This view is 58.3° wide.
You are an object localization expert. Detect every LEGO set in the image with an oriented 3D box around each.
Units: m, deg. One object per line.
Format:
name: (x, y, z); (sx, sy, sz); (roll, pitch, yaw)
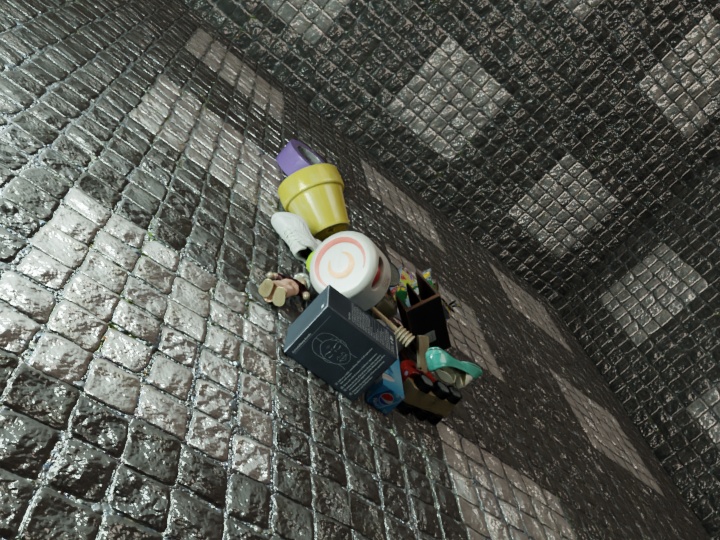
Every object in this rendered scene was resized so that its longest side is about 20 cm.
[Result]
LEGO set: (0.200, 0.091, 2.018); (0.200, 0.154, 0.116); (51, 18, -12)

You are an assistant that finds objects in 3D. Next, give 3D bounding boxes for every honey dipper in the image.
honey dipper: (0.053, 0.120, 1.662); (0.200, 0.038, 0.038); (40, 17, 10)

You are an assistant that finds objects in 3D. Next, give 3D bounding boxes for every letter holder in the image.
letter holder: (0.158, 0.120, 1.762); (0.142, 0.100, 0.200); (55, -14, 49)

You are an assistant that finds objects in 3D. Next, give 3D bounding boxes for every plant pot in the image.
plant pot: (-0.126, -0.192, 1.959); (0.201, 0.201, 0.189); (7, 55, -61)

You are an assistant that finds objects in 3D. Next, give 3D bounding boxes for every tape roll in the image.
tape roll: (-0.204, -0.380, 2.356); (0.200, 0.085, 0.200); (38, 18, -15)

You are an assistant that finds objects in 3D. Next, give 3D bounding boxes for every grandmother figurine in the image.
grandmother figurine: (-0.171, 0.040, 1.542); (0.121, 0.061, 0.200); (41, 15, 13)

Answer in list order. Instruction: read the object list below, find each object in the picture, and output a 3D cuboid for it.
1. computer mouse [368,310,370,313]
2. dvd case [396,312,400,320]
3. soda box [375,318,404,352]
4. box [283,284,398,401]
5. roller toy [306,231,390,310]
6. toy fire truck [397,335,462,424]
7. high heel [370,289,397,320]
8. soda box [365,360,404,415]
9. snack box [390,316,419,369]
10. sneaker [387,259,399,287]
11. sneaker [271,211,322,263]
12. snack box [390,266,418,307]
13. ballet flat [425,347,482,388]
computer mouse: (-0.011, 0.054, 1.880); (0.200, 0.034, 0.059); (44, 19, 2)
dvd case: (0.065, 0.080, 1.946); (0.200, 0.018, 0.143); (40, 8, -27)
soda box: (0.046, 0.172, 1.684); (0.200, 0.068, 0.063); (17, 29, -54)
box: (-0.041, 0.158, 1.403); (0.200, 0.148, 0.107); (39, 18, -16)
roller toy: (-0.021, 0.008, 1.617); (0.200, 0.182, 0.140); (61, 9, 30)
toy fire truck: (0.148, 0.260, 1.629); (0.176, 0.129, 0.200); (27, 19, -40)
high heel: (0.063, 0.069, 1.762); (0.200, 0.071, 0.143); (86, 3, -60)
soda box: (0.052, 0.248, 1.538); (0.068, 0.064, 0.200); (38, 18, -18)
snack box: (0.116, 0.198, 1.843); (0.072, 0.024, 0.200); (29, 23, -42)
sneaker: (0.000, -0.002, 1.819); (0.202, 0.077, 0.146); (20, -13, -32)
sneaker: (-0.172, -0.084, 1.786); (0.200, 0.078, 0.099); (42, 22, -2)
snack box: (0.188, 0.095, 2.156); (0.200, 0.068, 0.169); (43, 17, -8)
ballet flat: (0.231, 0.253, 1.596); (0.200, 0.067, 0.070); (28, 52, -37)
